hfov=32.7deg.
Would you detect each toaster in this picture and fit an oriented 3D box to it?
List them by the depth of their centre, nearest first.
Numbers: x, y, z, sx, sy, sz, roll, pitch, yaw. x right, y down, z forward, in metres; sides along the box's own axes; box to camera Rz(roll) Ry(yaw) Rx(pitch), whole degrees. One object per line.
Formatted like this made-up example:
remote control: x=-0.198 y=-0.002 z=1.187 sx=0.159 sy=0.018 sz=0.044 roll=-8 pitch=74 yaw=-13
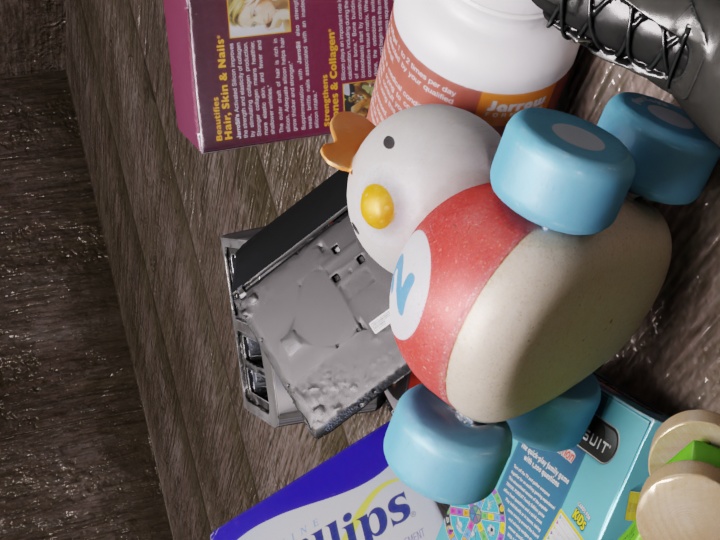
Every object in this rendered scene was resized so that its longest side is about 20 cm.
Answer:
toaster: x=-0.053 y=0.048 z=1.171 sx=0.200 sy=0.117 sz=0.184 roll=-170 pitch=70 yaw=-71

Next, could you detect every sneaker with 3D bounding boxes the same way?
sneaker: x=0.131 y=-0.120 z=0.570 sx=0.077 sy=0.089 sz=0.201 roll=101 pitch=152 yaw=-43

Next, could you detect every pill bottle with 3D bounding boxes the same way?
pill bottle: x=0.066 y=-0.121 z=0.728 sx=0.201 sy=0.110 sz=0.113 roll=105 pitch=150 yaw=-52

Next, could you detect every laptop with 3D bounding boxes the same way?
laptop: x=0.000 y=0.000 z=0.941 sx=0.201 sy=0.176 sz=0.103 roll=56 pitch=-172 yaw=20

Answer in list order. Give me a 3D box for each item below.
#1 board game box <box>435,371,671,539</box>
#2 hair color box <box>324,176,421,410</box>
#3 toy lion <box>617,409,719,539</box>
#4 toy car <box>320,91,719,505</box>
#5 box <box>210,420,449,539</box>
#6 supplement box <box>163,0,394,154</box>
board game box: x=0.106 y=0.159 z=0.713 sx=0.203 sy=0.046 sz=0.151 roll=-67 pitch=24 yaw=5
hair color box: x=0.028 y=0.016 z=0.996 sx=0.201 sy=0.060 sz=0.103 roll=-121 pitch=28 yaw=-46
toy lion: x=0.158 y=0.196 z=0.581 sx=0.191 sy=0.069 sz=0.200 roll=42 pitch=118 yaw=1
toy car: x=0.044 y=-0.024 z=0.632 sx=0.199 sy=0.176 sz=0.187 roll=36 pitch=121 yaw=29
box: x=0.005 y=0.255 z=0.941 sx=0.202 sy=0.182 sz=0.105 roll=63 pitch=-172 yaw=34
supplement box: x=-0.034 y=-0.159 z=0.874 sx=0.086 sy=0.197 sz=0.112 roll=-138 pitch=41 yaw=-63
